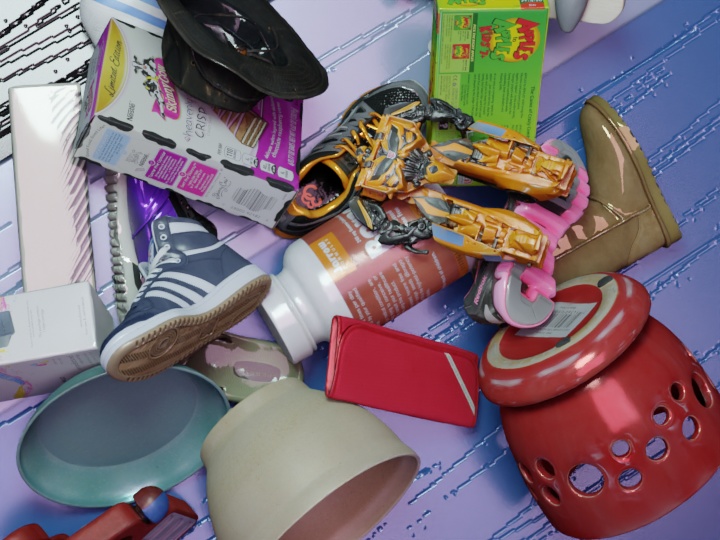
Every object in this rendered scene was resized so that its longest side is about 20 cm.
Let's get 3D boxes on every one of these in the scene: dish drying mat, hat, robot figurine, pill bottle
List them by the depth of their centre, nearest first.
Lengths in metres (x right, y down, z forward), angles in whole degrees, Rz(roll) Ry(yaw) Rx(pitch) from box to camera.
[{"bbox_3d":[-0.128,-0.195,1.597,0.200,0.201,0.081,35,117,-7],"label":"hat"},{"bbox_3d":[0.085,-0.080,1.613,0.199,0.058,0.146,18,79,15],"label":"robot figurine"},{"bbox_3d":[0.043,0.096,1.676,0.199,0.018,0.077,17,75,-45],"label":"dish drying mat"},{"bbox_3d":[0.000,0.000,1.687,0.199,0.112,0.113,-32,94,-8],"label":"pill bottle"}]

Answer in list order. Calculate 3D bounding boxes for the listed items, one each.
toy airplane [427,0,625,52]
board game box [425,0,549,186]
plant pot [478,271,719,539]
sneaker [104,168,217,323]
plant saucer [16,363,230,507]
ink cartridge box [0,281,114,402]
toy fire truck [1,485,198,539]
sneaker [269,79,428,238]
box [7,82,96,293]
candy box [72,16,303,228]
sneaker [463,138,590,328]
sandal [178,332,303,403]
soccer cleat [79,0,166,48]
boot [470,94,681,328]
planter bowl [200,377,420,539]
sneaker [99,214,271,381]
[{"bbox_3d":[0.121,-0.281,1.694,0.199,0.141,0.200,-30,83,10],"label":"toy airplane"},{"bbox_3d":[0.115,-0.172,1.676,0.101,0.048,0.201,-1,130,-4],"label":"board game box"},{"bbox_3d":[0.216,0.119,1.657,0.200,0.200,0.183,-38,109,-7],"label":"plant pot"},{"bbox_3d":[-0.185,-0.049,1.687,0.099,0.070,0.202,-4,93,-16],"label":"sneaker"},{"bbox_3d":[-0.218,0.141,1.640,0.199,0.201,0.036,-17,50,-9],"label":"plant saucer"},{"bbox_3d":[-0.327,0.073,1.617,0.199,0.117,0.068,-10,71,0],"label":"ink cartridge box"},{"bbox_3d":[-0.232,0.257,1.611,0.168,0.200,0.112,-43,74,-4],"label":"toy fire truck"},{"bbox_3d":[-0.007,-0.105,1.706,0.078,0.077,0.200,45,81,-4],"label":"sneaker"},{"bbox_3d":[-0.285,-0.069,1.661,0.068,0.082,0.201,-5,91,-9],"label":"box"},{"bbox_3d":[-0.153,-0.135,1.639,0.199,0.061,0.137,19,44,-19],"label":"candy box"},{"bbox_3d":[0.148,-0.033,1.680,0.079,0.095,0.201,34,63,-22],"label":"sneaker"},{"bbox_3d":[-0.151,0.088,1.690,0.200,0.057,0.080,3,89,-8],"label":"sandal"},{"bbox_3d":[-0.164,-0.251,1.695,0.199,0.070,0.087,-14,105,-5],"label":"soccer cleat"},{"bbox_3d":[0.193,-0.049,1.742,0.199,0.066,0.176,-30,92,-6],"label":"boot"},{"bbox_3d":[-0.063,0.185,1.648,0.200,0.200,0.135,-37,70,-7],"label":"planter bowl"},{"bbox_3d":[-0.179,0.020,1.578,0.108,0.070,0.200,42,41,17],"label":"sneaker"}]
